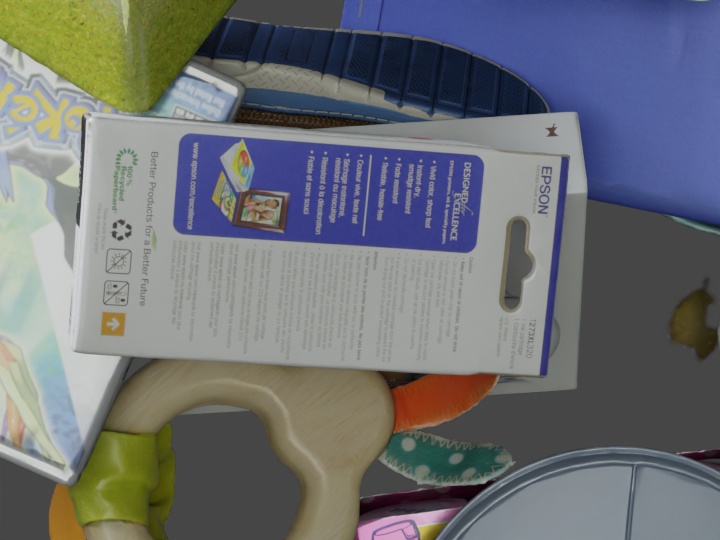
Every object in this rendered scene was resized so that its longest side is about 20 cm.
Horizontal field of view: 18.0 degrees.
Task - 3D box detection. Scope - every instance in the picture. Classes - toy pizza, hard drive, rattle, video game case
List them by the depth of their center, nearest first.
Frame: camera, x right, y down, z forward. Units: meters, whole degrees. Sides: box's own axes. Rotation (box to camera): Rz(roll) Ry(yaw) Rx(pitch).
[{"bbox_3d":[-0.173,-0.033,0.941,0.199,0.022,0.183,24,93,-2],"label":"video game case"},{"bbox_3d":[0.113,0.177,1.027,0.199,0.032,0.202,0,95,-2],"label":"toy pizza"},{"bbox_3d":[-0.036,0.095,1.050,0.199,0.143,0.131,-26,68,-18],"label":"rattle"},{"bbox_3d":[0.089,-0.104,1.053,0.199,0.025,0.133,12,98,13],"label":"hard drive"}]

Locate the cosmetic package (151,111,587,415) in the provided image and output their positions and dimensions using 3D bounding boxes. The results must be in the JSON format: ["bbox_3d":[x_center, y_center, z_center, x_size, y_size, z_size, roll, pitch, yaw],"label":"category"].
[{"bbox_3d":[0.000,0.000,1.026,0.199,0.151,0.052,-4,51,1],"label":"cosmetic package"}]

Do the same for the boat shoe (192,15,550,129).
[{"bbox_3d":[-0.014,-0.068,1.040,0.199,0.072,0.073,11,120,6],"label":"boat shoe"}]

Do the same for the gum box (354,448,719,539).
[{"bbox_3d":[0.100,0.155,1.074,0.199,0.066,0.114,-8,95,0],"label":"gum box"}]

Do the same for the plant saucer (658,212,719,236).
[{"bbox_3d":[0.189,-0.115,1.062,0.199,0.036,0.201,1,95,12],"label":"plant saucer"}]

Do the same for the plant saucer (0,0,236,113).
[{"bbox_3d":[-0.120,-0.190,0.947,0.199,0.048,0.200,32,57,4],"label":"plant saucer"}]

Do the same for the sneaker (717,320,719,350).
[{"bbox_3d":[0.196,0.005,1.007,0.071,0.073,0.201,-16,106,-43],"label":"sneaker"}]

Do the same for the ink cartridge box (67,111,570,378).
[{"bbox_3d":[-0.017,-0.010,0.928,0.199,0.037,0.095,4,98,-10],"label":"ink cartridge box"}]
